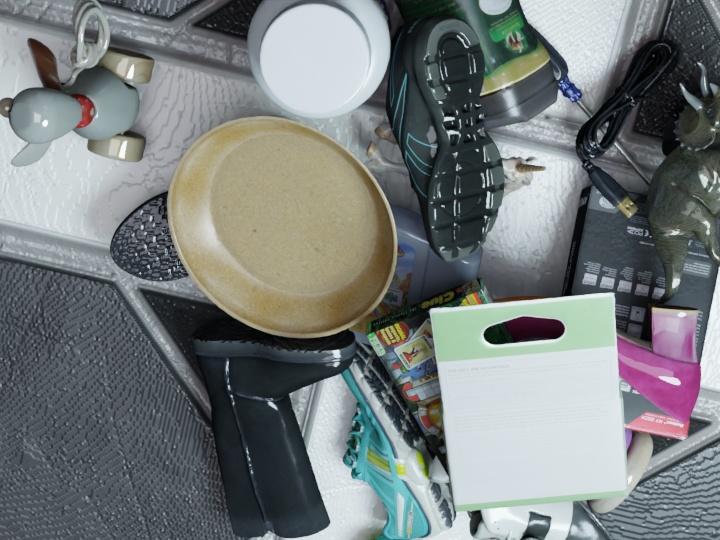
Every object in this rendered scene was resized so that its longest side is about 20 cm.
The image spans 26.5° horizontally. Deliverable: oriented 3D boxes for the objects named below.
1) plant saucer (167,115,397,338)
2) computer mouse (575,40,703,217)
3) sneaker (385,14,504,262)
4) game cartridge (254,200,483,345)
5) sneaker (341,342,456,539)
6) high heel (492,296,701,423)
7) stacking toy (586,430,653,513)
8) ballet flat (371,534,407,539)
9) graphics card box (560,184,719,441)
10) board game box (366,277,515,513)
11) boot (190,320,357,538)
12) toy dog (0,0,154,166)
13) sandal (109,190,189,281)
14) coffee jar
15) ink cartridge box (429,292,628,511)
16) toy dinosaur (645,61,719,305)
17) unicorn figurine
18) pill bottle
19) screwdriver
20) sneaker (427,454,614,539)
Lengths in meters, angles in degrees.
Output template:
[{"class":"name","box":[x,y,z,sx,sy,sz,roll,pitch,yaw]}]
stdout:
[{"class":"plant saucer","box":[-0.060,-0.040,1.256,0.200,0.035,0.201,9,120,16]},{"class":"computer mouse","box":[0.279,-0.087,1.275,0.200,0.046,0.140,44,85,1]},{"class":"sneaker","box":[0.065,-0.107,1.224,0.075,0.079,0.200,-14,109,-30]},{"class":"game cartridge","box":[0.000,0.000,1.306,0.200,0.042,0.133,15,132,10]},{"class":"sneaker","box":[0.018,0.158,1.374,0.080,0.078,0.200,-18,103,19]},{"class":"high heel","box":[0.179,0.072,1.258,0.200,0.067,0.096,3,96,4]},{"class":"stacking toy","box":[0.157,0.130,1.360,0.200,0.085,0.085,34,104,-3]},{"class":"ballet flat","box":[0.092,0.300,1.422,0.200,0.067,0.067,17,127,-1]},{"class":"graphics card box","box":[0.234,0.035,1.312,0.125,0.051,0.200,11,88,-2]},{"class":"board game box","box":[0.095,0.107,1.263,0.105,0.023,0.200,-24,115,13]},{"class":"boot","box":[-0.060,0.146,1.346,0.165,0.066,0.200,3,111,34]},{"class":"toy dog","box":[-0.244,-0.142,1.248,0.096,0.200,0.132,13,81,15]},{"class":"sandal","box":[-0.128,-0.060,1.333,0.200,0.045,0.075,-36,108,-4]},{"class":"coffee jar","box":[0.084,-0.211,1.247,0.085,0.104,0.200,-34,108,-36]},{"class":"ink cartridge box","box":[0.135,0.098,1.215,0.145,0.048,0.200,-6,119,6]},{"class":"toy dinosaur","box":[0.277,-0.066,1.234,0.102,0.077,0.200,32,125,14]},{"class":"unicorn figurine","box":[0.062,-0.064,1.306,0.137,0.074,0.200,24,131,-2]},{"class":"pill bottle","box":[-0.031,-0.182,1.208,0.111,0.200,0.111,0,106,1]},{"class":"screwdriver","box":[0.199,-0.136,1.304,0.200,0.028,0.029,44,131,-7]},{"class":"sneaker","box":[0.143,0.217,1.364,0.200,0.074,0.089,40,81,-8]}]
